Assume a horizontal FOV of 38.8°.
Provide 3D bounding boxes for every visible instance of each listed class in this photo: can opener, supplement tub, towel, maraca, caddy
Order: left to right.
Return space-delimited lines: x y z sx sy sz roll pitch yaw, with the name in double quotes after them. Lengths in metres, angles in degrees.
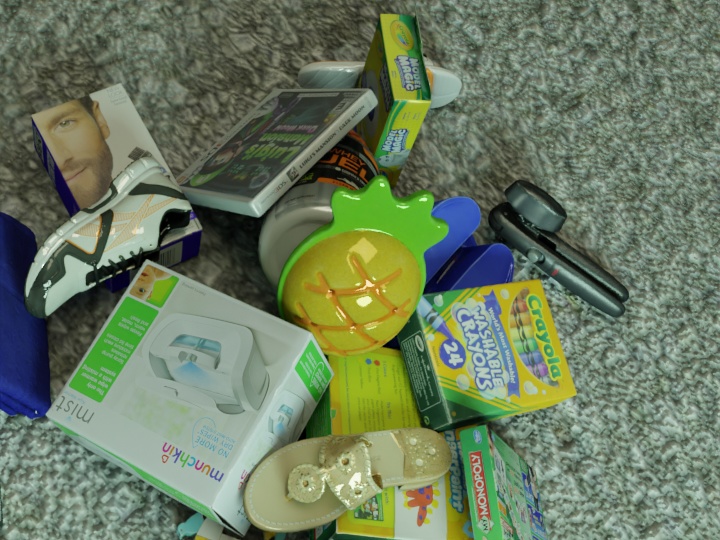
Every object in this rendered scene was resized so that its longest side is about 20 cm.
-0.349 0.032 0.971 0.049 0.148 0.203 -16 67 4 "towel"
-0.039 -0.067 1.079 0.120 0.124 0.201 14 34 -7 "supplement tub"
0.000 0.000 0.934 0.135 0.202 0.108 14 37 -21 "maraca"
0.072 0.011 1.112 0.200 0.104 0.142 -45 103 -29 "caddy"
0.232 -0.015 1.192 0.200 0.079 0.064 43 52 -2 "can opener"

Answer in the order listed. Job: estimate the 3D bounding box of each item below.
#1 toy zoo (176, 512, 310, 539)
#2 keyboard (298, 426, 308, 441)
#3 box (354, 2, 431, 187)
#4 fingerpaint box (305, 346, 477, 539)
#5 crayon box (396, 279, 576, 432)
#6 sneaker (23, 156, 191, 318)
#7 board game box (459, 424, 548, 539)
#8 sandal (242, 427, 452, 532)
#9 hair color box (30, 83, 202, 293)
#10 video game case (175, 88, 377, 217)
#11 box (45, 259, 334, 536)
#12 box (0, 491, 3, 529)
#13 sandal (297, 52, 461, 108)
-0.083 0.282 0.978 0.197 0.021 0.133 20 60 -4 "toy zoo"
-0.023 0.190 1.038 0.198 0.040 0.105 31 47 -4 "keyboard"
0.034 -0.194 1.148 0.047 0.201 0.119 -1 63 -15 "box"
0.033 0.181 0.999 0.164 0.074 0.203 11 52 -21 "fingerpaint box"
0.137 0.081 1.031 0.197 0.051 0.128 -6 72 -34 "crayon box"
-0.243 -0.025 0.994 0.080 0.074 0.200 38 65 5 "sneaker"
0.144 0.238 0.970 0.029 0.200 0.137 -14 63 17 "board game box"
0.000 0.165 0.895 0.209 0.070 0.079 -7 59 -31 "sandal"
-0.262 -0.091 1.097 0.108 0.065 0.202 -25 71 -23 "hair color box"
-0.098 -0.132 1.088 0.182 0.199 0.024 -46 121 -20 "video game case"
-0.155 0.116 0.950 0.198 0.097 0.178 22 68 24 "box"
-0.370 0.114 0.886 0.047 0.194 0.203 -13 67 0 "box"
0.025 -0.247 1.243 0.202 0.079 0.060 4 65 -11 "sandal"
